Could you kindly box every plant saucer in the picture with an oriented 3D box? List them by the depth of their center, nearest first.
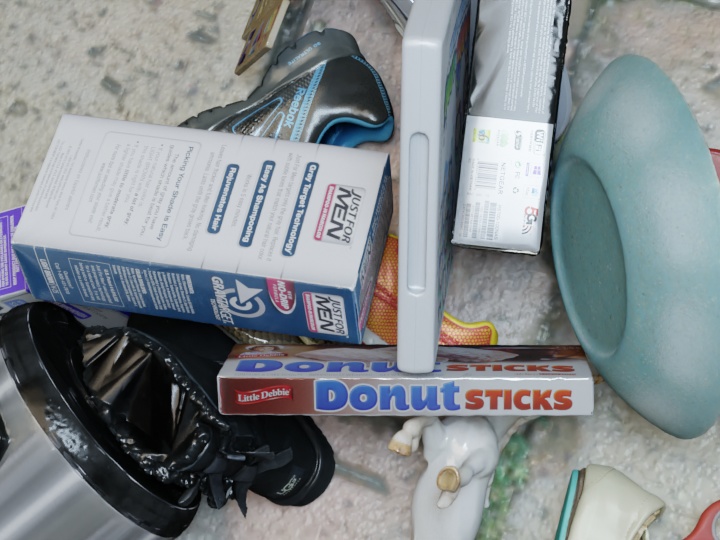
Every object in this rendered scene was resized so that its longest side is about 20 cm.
[{"bbox_3d":[0.134,-0.009,0.838,0.038,0.201,0.202,-9,66,-12],"label":"plant saucer"}]

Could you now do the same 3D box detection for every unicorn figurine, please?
[{"bbox_3d":[0.057,0.124,0.909,0.074,0.137,0.201,33,102,18],"label":"unicorn figurine"}]

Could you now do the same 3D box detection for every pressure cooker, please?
[{"bbox_3d":[-0.218,0.142,0.981,0.200,0.176,0.179,-38,96,8],"label":"pressure cooker"}]

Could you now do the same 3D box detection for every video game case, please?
[{"bbox_3d":[0.042,-0.072,0.884,0.024,0.200,0.183,3,118,7],"label":"video game case"}]

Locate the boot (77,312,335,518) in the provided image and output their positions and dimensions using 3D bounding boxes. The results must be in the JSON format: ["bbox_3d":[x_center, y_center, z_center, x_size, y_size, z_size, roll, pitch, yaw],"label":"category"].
[{"bbox_3d":[-0.110,0.065,0.965,0.073,0.162,0.198,-49,61,8],"label":"boot"}]

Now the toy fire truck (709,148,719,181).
[{"bbox_3d":[0.240,0.011,0.877,0.199,0.112,0.169,-11,87,20],"label":"toy fire truck"}]

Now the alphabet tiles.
[{"bbox_3d":[-0.035,-0.226,1.052,0.006,0.166,0.201,23,80,-13],"label":"alphabet tiles"}]

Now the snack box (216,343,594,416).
[{"bbox_3d":[0.025,0.059,0.885,0.198,0.072,0.024,0,102,4],"label":"snack box"}]

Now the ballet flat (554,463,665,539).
[{"bbox_3d":[0.117,0.205,0.883,0.069,0.069,0.201,16,78,26],"label":"ballet flat"}]

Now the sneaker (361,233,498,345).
[{"bbox_3d":[0.000,0.000,0.993,0.200,0.073,0.077,39,87,12],"label":"sneaker"}]

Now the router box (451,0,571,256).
[{"bbox_3d":[0.088,-0.112,0.907,0.051,0.149,0.201,7,93,5],"label":"router box"}]

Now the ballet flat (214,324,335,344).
[{"bbox_3d":[-0.090,-0.002,1.005,0.200,0.067,0.046,37,100,8],"label":"ballet flat"}]

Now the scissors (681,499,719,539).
[{"bbox_3d":[0.152,0.157,0.864,0.198,0.014,0.074,-1,79,-4],"label":"scissors"}]

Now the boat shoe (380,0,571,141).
[{"bbox_3d":[0.055,-0.157,1.025,0.075,0.086,0.202,-43,91,-1],"label":"boat shoe"}]

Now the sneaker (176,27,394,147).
[{"bbox_3d":[-0.069,-0.069,1.046,0.200,0.073,0.082,-39,67,9],"label":"sneaker"}]

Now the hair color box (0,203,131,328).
[{"bbox_3d":[-0.259,0.018,1.075,0.199,0.109,0.065,-13,69,19],"label":"hair color box"}]

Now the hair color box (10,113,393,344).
[{"bbox_3d":[-0.087,-0.025,0.933,0.199,0.061,0.100,8,56,11],"label":"hair color box"}]
